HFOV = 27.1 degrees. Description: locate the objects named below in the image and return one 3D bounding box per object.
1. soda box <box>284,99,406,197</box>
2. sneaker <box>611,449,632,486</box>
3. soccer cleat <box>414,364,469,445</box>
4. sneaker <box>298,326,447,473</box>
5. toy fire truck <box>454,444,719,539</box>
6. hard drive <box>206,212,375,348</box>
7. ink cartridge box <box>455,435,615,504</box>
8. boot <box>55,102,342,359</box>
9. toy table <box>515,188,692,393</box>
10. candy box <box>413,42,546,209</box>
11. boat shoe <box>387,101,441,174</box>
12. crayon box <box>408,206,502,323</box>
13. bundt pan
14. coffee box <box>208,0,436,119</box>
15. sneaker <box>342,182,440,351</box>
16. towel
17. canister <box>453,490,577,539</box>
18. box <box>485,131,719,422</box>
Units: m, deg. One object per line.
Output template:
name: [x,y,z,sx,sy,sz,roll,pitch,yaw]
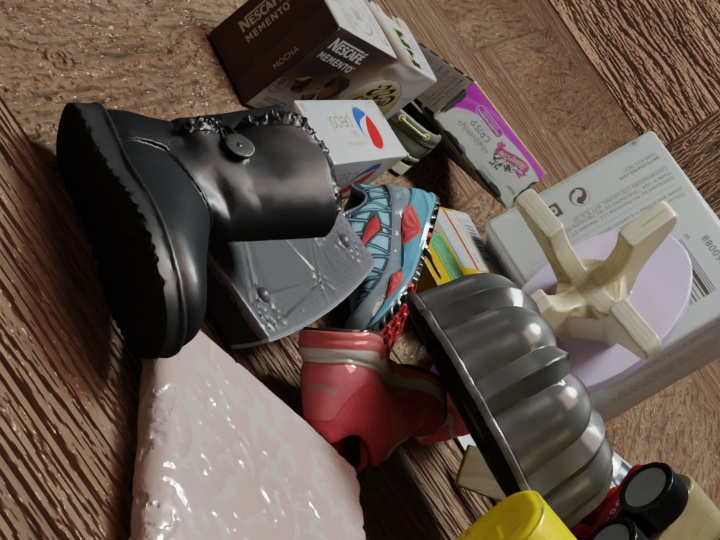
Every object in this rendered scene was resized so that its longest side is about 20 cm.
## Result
soda box: [-0.029,-0.101,1.277,0.064,0.068,0.200,57,19,5]
sneaker: [0.194,0.175,1.363,0.201,0.075,0.084,54,15,26]
soccer cleat: [0.080,0.089,1.235,0.069,0.073,0.200,56,12,-7]
sneaker: [0.002,0.103,1.056,0.200,0.073,0.088,38,58,-61]
toy fire truck: [0.149,0.215,1.119,0.129,0.177,0.199,46,-21,-22]
hard drive: [-0.069,-0.021,1.066,0.136,0.042,0.200,55,26,-1]
ink cartridge box: [0.160,0.178,1.277,0.201,0.066,0.116,58,20,6]
boot: [-0.082,-0.034,0.916,0.166,0.077,0.201,-2,43,-30]
toy table: [0.204,0.018,1.324,0.183,0.200,0.117,40,-11,24]
candy box: [0.110,-0.161,1.622,0.137,0.061,0.200,48,3,-26]
boat shoe: [0.004,-0.195,1.518,0.202,0.060,0.072,53,19,-8]
crayon box: [0.073,0.002,1.380,0.127,0.051,0.200,61,19,16]
bundt pan: [0.109,0.086,1.038,0.203,0.075,0.202,61,-4,6]
coffee box: [-0.030,-0.192,1.354,0.199,0.113,0.080,16,43,-62]
sneaker: [0.000,0.000,1.209,0.094,0.080,0.201,18,38,2]
towel: [-0.061,0.139,0.867,0.191,0.032,0.201,44,21,-31]
canister: [0.119,0.257,0.937,0.200,0.148,0.087,49,4,-11]
box: [0.254,0.015,1.481,0.201,0.198,0.172,59,-7,23]
